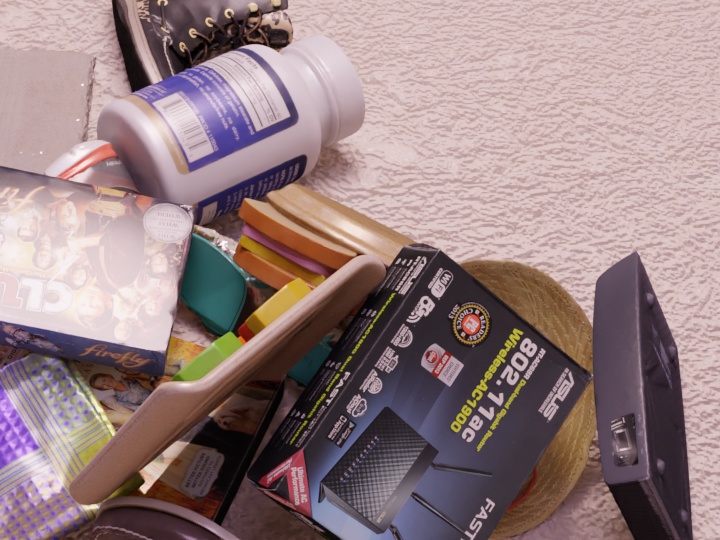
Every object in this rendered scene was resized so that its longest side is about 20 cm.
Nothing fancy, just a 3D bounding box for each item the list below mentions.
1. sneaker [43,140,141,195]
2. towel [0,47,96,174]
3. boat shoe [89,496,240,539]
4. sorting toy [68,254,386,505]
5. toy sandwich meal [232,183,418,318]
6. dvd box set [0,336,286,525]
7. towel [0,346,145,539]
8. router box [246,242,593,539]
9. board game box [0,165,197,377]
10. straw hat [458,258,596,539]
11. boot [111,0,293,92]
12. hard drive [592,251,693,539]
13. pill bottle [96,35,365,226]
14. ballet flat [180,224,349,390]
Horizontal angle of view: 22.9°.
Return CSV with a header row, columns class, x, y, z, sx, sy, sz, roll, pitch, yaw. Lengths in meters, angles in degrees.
class,x,y,z,sx,sy,sz,roll,pitch,yaw
sneaker,-0.249,-0.017,1.367,0.200,0.077,0.082,-41,80,-14
towel,-0.293,-0.115,1.488,0.132,0.034,0.200,4,48,-4
boat shoe,-0.097,0.215,1.180,0.200,0.072,0.060,25,48,9
sorting toy,-0.093,0.068,1.183,0.200,0.185,0.036,-33,82,-41
toy sandwich meal,0.000,0.000,1.343,0.205,0.205,0.070,29,95,20
dvd box set,-0.172,0.104,1.299,0.200,0.029,0.146,18,50,11
towel,-0.266,0.145,1.232,0.200,0.023,0.144,-27,62,-15
router box,0.041,0.105,1.195,0.150,0.062,0.200,38,79,-20
board game box,-0.229,-0.005,1.295,0.200,0.035,0.136,11,54,-6
straw hat,0.074,0.089,1.288,0.201,0.201,0.085,-17,9,-20
boot,-0.134,-0.204,1.561,0.151,0.073,0.200,-10,44,-13
hard drive,0.203,0.101,1.273,0.042,0.135,0.200,-12,47,18
pill bottle,-0.101,-0.116,1.447,0.200,0.120,0.120,-26,55,-27
ballet flat,-0.072,0.031,1.363,0.200,0.076,0.064,39,25,22
